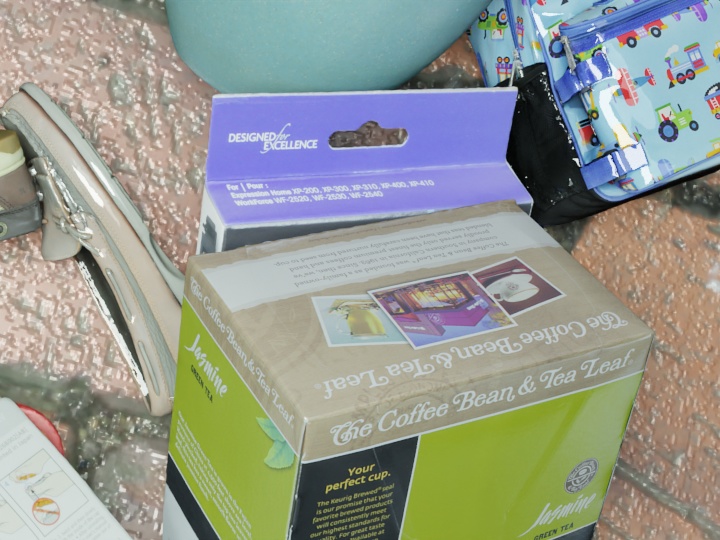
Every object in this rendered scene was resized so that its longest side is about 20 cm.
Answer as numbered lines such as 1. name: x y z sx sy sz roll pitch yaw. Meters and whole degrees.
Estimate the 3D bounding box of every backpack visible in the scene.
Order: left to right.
1. backpack: 0.162 -0.148 0.903 0.181 0.134 0.202 -18 86 -22

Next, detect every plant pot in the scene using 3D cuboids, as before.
1. plant pot: -0.035 -0.163 0.817 0.199 0.200 0.135 28 109 -15

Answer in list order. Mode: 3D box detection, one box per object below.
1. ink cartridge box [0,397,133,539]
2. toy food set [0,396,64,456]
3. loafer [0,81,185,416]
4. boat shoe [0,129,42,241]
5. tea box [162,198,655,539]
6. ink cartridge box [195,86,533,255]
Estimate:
1. ink cartridge box: -0.174 0.185 0.715 0.200 0.050 0.162 47 43 5
2. toy food set: -0.254 0.133 0.754 0.196 0.049 0.202 -2 83 -21
3. loafer: -0.145 -0.009 0.805 0.063 0.072 0.201 -38 100 -13
4. boat shoe: -0.261 -0.008 0.752 0.199 0.073 0.065 -25 105 -7
5. tea box: 0.017 0.090 0.744 0.199 0.134 0.198 -10 129 -29
6. ink cartridge box: 0.000 0.000 0.800 0.197 0.043 0.202 -6 119 -30
